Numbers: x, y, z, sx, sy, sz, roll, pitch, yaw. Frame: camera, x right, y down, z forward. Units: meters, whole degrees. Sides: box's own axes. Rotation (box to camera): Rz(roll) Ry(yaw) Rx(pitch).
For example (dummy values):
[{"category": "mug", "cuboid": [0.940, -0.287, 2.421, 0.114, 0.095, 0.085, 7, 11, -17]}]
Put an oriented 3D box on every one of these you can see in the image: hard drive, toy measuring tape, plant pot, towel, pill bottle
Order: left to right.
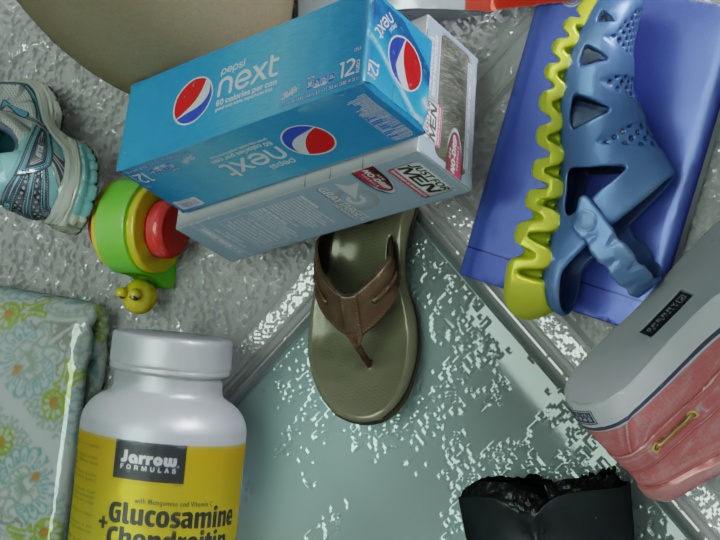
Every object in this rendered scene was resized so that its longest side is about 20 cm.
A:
[{"category": "towel", "cuboid": [-0.276, 0.113, 1.087, 0.170, 0.048, 0.201, 8, 91, 24]}, {"category": "toy measuring tape", "cuboid": [-0.156, -0.069, 1.020, 0.073, 0.073, 0.201, 4, 89, 27]}, {"category": "pill bottle", "cuboid": [-0.137, 0.144, 0.966, 0.111, 0.112, 0.201, 6, 90, 27]}, {"category": "plant pot", "cuboid": [-0.121, -0.187, 0.960, 0.199, 0.201, 0.135, -18, 113, 25]}, {"category": "hard drive", "cuboid": [0.149, -0.075, 0.887, 0.131, 0.025, 0.201, 18, 96, 27]}]

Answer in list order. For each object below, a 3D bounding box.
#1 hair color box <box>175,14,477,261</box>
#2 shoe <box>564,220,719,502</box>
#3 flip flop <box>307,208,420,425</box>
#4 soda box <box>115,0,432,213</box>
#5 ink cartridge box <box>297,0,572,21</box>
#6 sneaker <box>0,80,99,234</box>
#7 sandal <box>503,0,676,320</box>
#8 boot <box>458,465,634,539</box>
[{"category": "hair color box", "cuboid": [-0.023, -0.081, 0.924, 0.199, 0.061, 0.100, -15, 58, 36]}, {"category": "shoe", "cuboid": [0.215, 0.041, 0.828, 0.200, 0.071, 0.091, -42, 113, -5]}, {"category": "flip flop", "cuboid": [0.000, 0.000, 0.940, 0.081, 0.058, 0.201, 5, 87, 23]}, {"category": "soda box", "cuboid": [-0.055, -0.099, 0.872, 0.199, 0.064, 0.068, -14, 58, 35]}, {"category": "ink cartridge box", "cuboid": [0.049, -0.245, 0.922, 0.199, 0.057, 0.164, -1, 86, 40]}, {"category": "sneaker", "cuboid": [-0.262, -0.098, 1.044, 0.200, 0.086, 0.078, 37, 108, 49]}, {"category": "sandal", "cuboid": [0.145, -0.063, 0.836, 0.087, 0.079, 0.201, 12, 101, 24]}, {"category": "boot", "cuboid": [0.081, 0.212, 0.876, 0.199, 0.076, 0.169, -13, 85, 19]}]
